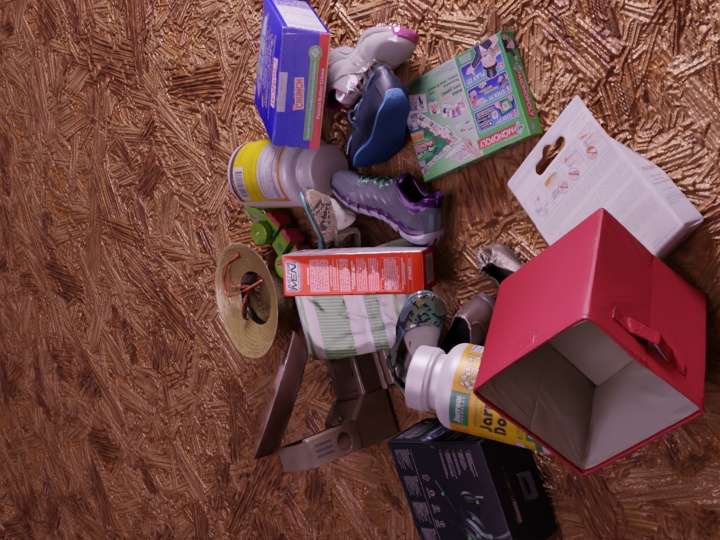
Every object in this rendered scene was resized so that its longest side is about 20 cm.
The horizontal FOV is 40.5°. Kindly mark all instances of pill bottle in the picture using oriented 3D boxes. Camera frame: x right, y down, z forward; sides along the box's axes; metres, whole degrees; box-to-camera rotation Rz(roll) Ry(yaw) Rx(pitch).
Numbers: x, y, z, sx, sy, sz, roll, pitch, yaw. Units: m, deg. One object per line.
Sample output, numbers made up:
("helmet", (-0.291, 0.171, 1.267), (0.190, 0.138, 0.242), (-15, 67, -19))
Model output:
("pill bottle", (0.163, 0.156, 1.242), (0.198, 0.113, 0.114), (11, 112, 21))
("pill bottle", (-0.111, -0.152, 1.515), (0.199, 0.109, 0.110), (4, 104, 48))

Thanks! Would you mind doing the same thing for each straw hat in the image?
("straw hat", (-0.160, 0.043, 1.649), (0.200, 0.085, 0.203), (12, 106, 50))

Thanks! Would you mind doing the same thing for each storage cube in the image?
("storage cube", (0.250, 0.078, 1.062), (0.171, 0.180, 0.200), (36, 133, -13))

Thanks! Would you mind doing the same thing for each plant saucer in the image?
("plant saucer", (-0.118, 0.192, 1.475), (0.034, 0.201, 0.201), (17, 124, -4))

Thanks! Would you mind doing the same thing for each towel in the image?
("towel", (0.002, 0.046, 1.436), (0.198, 0.023, 0.154), (-13, 92, 15))

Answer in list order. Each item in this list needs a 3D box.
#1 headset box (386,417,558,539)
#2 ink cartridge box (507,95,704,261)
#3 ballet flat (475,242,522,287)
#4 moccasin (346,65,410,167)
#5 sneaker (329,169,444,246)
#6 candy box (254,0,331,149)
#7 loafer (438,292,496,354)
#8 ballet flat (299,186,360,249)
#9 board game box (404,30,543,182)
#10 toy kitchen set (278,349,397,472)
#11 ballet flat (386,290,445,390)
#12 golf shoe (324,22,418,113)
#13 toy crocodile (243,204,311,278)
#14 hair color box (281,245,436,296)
("headset box", (0.156, 0.296, 1.344), (0.199, 0.092, 0.175), (-14, 98, 50))
("ink cartridge box", (0.279, -0.080, 1.144), (0.201, 0.047, 0.160), (57, 138, 22))
("ballet flat", (0.219, 0.030, 1.241), (0.200, 0.046, 0.068), (42, 130, 33))
("moccasin", (0.028, -0.211, 1.348), (0.200, 0.080, 0.069), (124, 130, -62))
("sneaker", (0.042, -0.116, 1.377), (0.199, 0.074, 0.088), (30, 133, 28))
("candy box", (-0.102, -0.292, 1.427), (0.200, 0.076, 0.170), (-113, 28, -60))
("loafer", (0.130, 0.120, 1.351), (0.073, 0.071, 0.201), (38, 127, 35))
("ballet flat", (-0.038, -0.056, 1.459), (0.201, 0.075, 0.068), (79, 177, -47))
("board game box", (0.138, -0.209, 1.276), (0.199, 0.029, 0.136), (-19, 87, 50))
("toy kitchen set", (-0.027, 0.173, 1.464), (0.163, 0.180, 0.202), (-21, 85, 48))
("ballet flat", (0.081, 0.106, 1.352), (0.074, 0.074, 0.201), (52, 156, 25))
("golf shoe", (0.010, -0.276, 1.351), (0.199, 0.075, 0.092), (-13, 64, 56))
("toy crocodile", (-0.120, -0.049, 1.590), (0.200, 0.067, 0.062), (51, 129, 22))
("hair color box", (0.000, 0.000, 1.368), (0.198, 0.101, 0.062), (-1, 95, 15))
